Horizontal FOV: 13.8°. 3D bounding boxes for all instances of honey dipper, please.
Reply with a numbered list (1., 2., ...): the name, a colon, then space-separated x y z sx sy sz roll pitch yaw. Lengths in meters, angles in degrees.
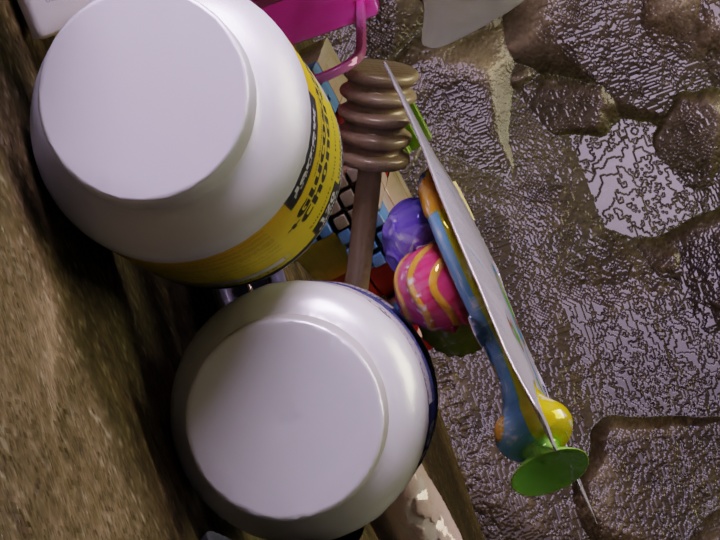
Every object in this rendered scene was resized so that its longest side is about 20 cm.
1. honey dipper: 0.000 0.000 1.417 0.038 0.038 0.201 -99 -166 -71

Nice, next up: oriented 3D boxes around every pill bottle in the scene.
1. pill bottle: -0.023 0.060 1.291 0.200 0.110 0.112 0 71 -86
2. pill bottle: -0.070 -0.055 1.193 0.200 0.111 0.113 42 29 -83

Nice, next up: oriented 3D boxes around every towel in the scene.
1. towel: 0.016 0.113 1.569 0.201 0.032 0.191 64 -5 -21

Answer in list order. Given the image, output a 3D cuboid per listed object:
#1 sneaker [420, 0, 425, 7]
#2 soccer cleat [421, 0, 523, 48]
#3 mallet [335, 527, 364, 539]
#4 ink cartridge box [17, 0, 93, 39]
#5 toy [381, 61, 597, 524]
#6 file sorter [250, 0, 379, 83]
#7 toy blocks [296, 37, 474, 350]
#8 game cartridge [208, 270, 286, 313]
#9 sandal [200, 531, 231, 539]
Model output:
1. sneaker: -0.015 -0.206 1.481 0.201 0.088 0.077 60 24 -8
2. soccer cleat: 0.002 -0.190 1.332 0.200 0.085 0.069 51 36 3
3. mallet: -0.007 0.172 1.605 0.066 0.041 0.201 -111 -176 -47
4. ink cartridge box: -0.106 -0.220 1.253 0.083 0.146 0.201 -102 173 -73
5. toy: 0.044 0.016 1.333 0.201 0.047 0.115 64 3 34
6. file sorter: -0.088 -0.176 1.390 0.126 0.138 0.201 -90 161 -70
7. toy blocks: -0.009 -0.033 1.539 0.201 0.100 0.137 62 9 -10
8. game cartridge: -0.060 0.000 1.500 0.133 0.041 0.201 77 -3 -57
9. sandal: 0.003 0.144 1.230 0.075 0.048 0.200 42 5 33
